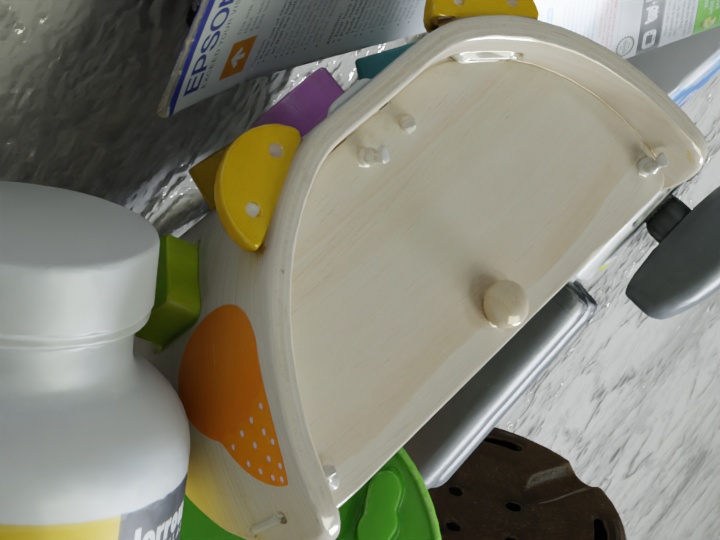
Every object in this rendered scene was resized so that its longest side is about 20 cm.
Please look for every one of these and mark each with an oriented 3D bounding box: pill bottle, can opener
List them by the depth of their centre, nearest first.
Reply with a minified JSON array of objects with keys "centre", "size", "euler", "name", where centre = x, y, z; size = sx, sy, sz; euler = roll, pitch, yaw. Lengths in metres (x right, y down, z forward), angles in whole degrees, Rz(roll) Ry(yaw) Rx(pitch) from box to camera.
[{"centre":[-0.108,0.082,0.623],"size":[0.112,0.112,0.201],"euler":[-20,123,-58],"name":"pill bottle"},{"centre":[0.089,0.024,0.934],"size":[0.200,0.067,0.053],"euler":[-45,166,9],"name":"can opener"}]

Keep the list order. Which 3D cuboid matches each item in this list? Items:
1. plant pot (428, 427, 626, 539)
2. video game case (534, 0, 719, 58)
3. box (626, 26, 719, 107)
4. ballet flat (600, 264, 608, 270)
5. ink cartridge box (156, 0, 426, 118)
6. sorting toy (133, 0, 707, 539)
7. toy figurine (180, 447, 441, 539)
[{"centre":[0.039,0.199,1.127],"size":[0.200,0.200,0.199],"euler":[-28,142,-51],"name":"plant pot"},{"centre":[0.141,-0.148,0.848],"size":[0.199,0.018,0.143],"euler":[-20,145,-15],"name":"video game case"},{"centre":[0.189,-0.141,0.997],"size":[0.200,0.048,0.122],"euler":[-42,175,20],"name":"box"},{"centre":[0.076,-0.022,1.010],"size":[0.067,0.067,0.200],"euler":[-37,163,5],"name":"ballet flat"},{"centre":[0.016,-0.154,0.665],"size":[0.200,0.041,0.200],"euler":[-25,147,-54],"name":"ink cartridge box"},{"centre":[-0.021,-0.006,0.708],"size":[0.200,0.107,0.180],"euler":[-42,-166,-33],"name":"sorting toy"},{"centre":[-0.039,0.108,0.917],"size":[0.184,0.149,0.201],"euler":[101,4,-78],"name":"toy figurine"}]
